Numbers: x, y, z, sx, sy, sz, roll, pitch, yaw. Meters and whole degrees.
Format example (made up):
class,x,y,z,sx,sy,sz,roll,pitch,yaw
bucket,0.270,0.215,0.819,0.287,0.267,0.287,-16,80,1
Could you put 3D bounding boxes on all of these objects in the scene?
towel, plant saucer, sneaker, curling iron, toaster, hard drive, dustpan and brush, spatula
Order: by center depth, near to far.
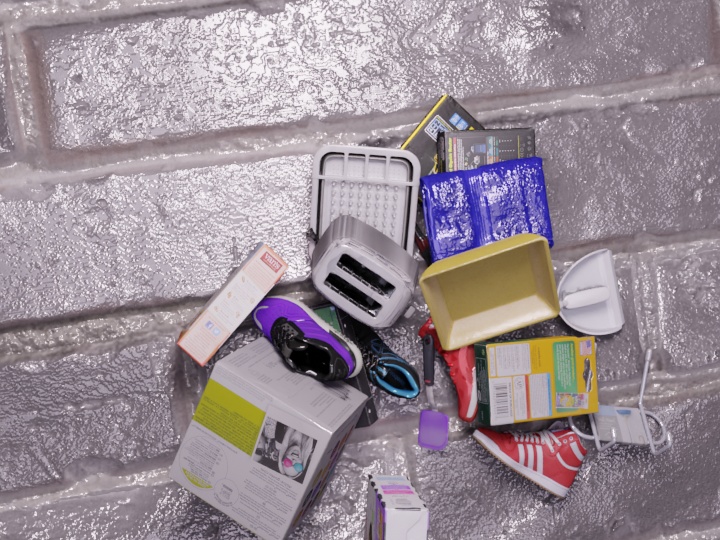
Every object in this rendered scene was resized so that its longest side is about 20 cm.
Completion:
class,x,y,z,sx,sy,sz,roll,pitch,yaw
sneaker,-0.097,0.105,1.494,0.198,0.099,0.071,29,113,21
towel,0.195,-0.087,1.506,0.196,0.050,0.151,-11,96,-6
toaster,0.000,0.000,1.511,0.199,0.129,0.114,35,106,-10
plant saucer,0.197,0.025,1.513,0.197,0.049,0.201,-19,140,5
hard drive,-0.061,0.156,1.568,0.138,0.038,0.203,-14,96,28
sneaker,0.018,0.138,1.589,0.198,0.082,0.074,33,91,-7
spatula,0.116,0.199,1.609,0.056,0.020,0.204,8,113,31
curling iron,0.098,-0.033,1.620,0.049,0.026,0.201,-36,101,12
sneaker,0.148,0.143,1.624,0.113,0.078,0.204,6,86,4
sneaker,0.287,0.285,1.641,0.198,0.071,0.113,32,92,-16
dustpan and brush,0.348,0.052,1.641,0.196,0.057,0.142,-13,95,-7

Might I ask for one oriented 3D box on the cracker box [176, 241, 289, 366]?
class,x,y,z,sx,sy,sz,roll,pitch,yaw
cracker box,-0.197,0.048,1.527,0.058,0.134,0.201,41,88,-8

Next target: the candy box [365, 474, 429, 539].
class,x,y,z,sx,sy,sz,roll,pitch,yaw
candy box,0.053,0.429,1.550,0.070,0.200,0.171,2,93,-7

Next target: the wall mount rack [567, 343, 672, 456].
class,x,y,z,sx,sy,sz,roll,pitch,yaw
wall mount rack,0.441,0.219,1.652,0.197,0.075,0.176,8,54,-21

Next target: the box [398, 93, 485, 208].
class,x,y,z,sx,sy,sz,roll,pitch,yaw
box,0.158,-0.161,1.609,0.200,0.049,0.160,42,85,-8

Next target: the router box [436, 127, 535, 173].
class,x,y,z,sx,sy,sz,roll,pitch,yaw
router box,0.200,-0.122,1.561,0.147,0.062,0.204,-2,94,-8

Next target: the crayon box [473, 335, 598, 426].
class,x,y,z,sx,sy,sz,roll,pitch,yaw
crayon box,0.283,0.174,1.586,0.196,0.051,0.128,-3,89,-19

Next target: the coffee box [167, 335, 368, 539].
class,x,y,z,sx,sy,sz,roll,pitch,yaw
coffee box,-0.133,0.248,1.470,0.198,0.199,0.200,28,104,11

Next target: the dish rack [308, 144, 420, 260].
class,x,y,z,sx,sy,sz,roll,pitch,yaw
dish rack,0.005,-0.100,1.567,0.168,0.044,0.204,4,108,-1
